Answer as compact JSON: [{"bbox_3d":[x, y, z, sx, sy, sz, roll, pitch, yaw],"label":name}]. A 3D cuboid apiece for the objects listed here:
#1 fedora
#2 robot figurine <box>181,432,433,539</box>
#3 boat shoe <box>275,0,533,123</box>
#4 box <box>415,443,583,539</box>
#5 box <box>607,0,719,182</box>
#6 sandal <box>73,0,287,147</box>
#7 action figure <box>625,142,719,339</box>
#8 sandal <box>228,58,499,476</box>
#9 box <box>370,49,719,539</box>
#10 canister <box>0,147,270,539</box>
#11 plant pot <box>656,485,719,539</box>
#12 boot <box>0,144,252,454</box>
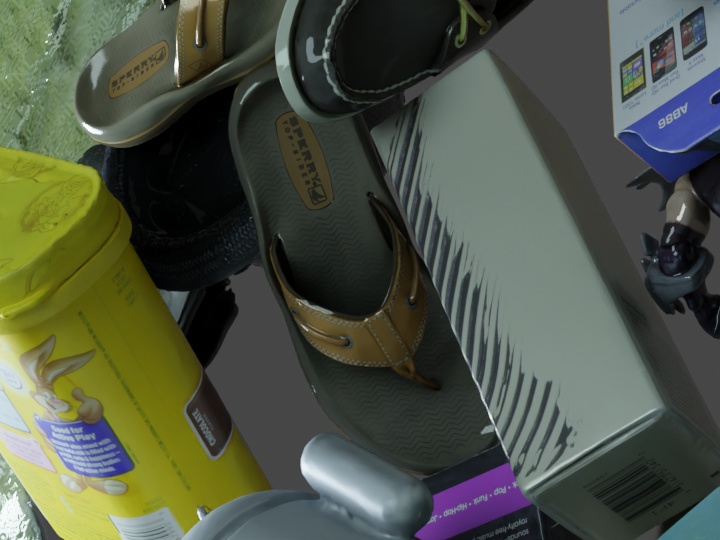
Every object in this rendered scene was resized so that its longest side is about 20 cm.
[{"bbox_3d":[-0.039,-0.073,0.919,0.200,0.091,0.202,-23,55,36],"label":"fedora"},{"bbox_3d":[-0.010,0.154,0.733,0.199,0.112,0.171,14,92,50],"label":"robot figurine"},{"bbox_3d":[0.036,-0.130,0.813,0.060,0.072,0.201,-1,32,39],"label":"boat shoe"},{"bbox_3d":[0.042,0.186,0.777,0.143,0.036,0.201,-29,55,39],"label":"box"},{"bbox_3d":[0.154,-0.125,0.732,0.119,0.041,0.201,-33,38,35],"label":"box"},{"bbox_3d":[-0.077,-0.126,0.871,0.199,0.054,0.081,-31,50,31],"label":"sandal"},{"bbox_3d":[0.162,-0.001,0.696,0.130,0.069,0.201,-40,35,39],"label":"action figure"},{"bbox_3d":[0.000,0.000,0.804,0.081,0.055,0.201,-21,94,0],"label":"sandal"},{"bbox_3d":[0.077,0.010,0.763,0.068,0.082,0.201,-34,50,15],"label":"box"},{"bbox_3d":[-0.139,0.048,0.884,0.148,0.201,0.087,14,50,45],"label":"canister"},{"bbox_3d":[0.180,0.121,0.548,0.188,0.200,0.200,-47,44,3],"label":"plant pot"},{"bbox_3d":[-0.135,0.033,1.008,0.130,0.068,0.201,29,99,43],"label":"boot"}]
